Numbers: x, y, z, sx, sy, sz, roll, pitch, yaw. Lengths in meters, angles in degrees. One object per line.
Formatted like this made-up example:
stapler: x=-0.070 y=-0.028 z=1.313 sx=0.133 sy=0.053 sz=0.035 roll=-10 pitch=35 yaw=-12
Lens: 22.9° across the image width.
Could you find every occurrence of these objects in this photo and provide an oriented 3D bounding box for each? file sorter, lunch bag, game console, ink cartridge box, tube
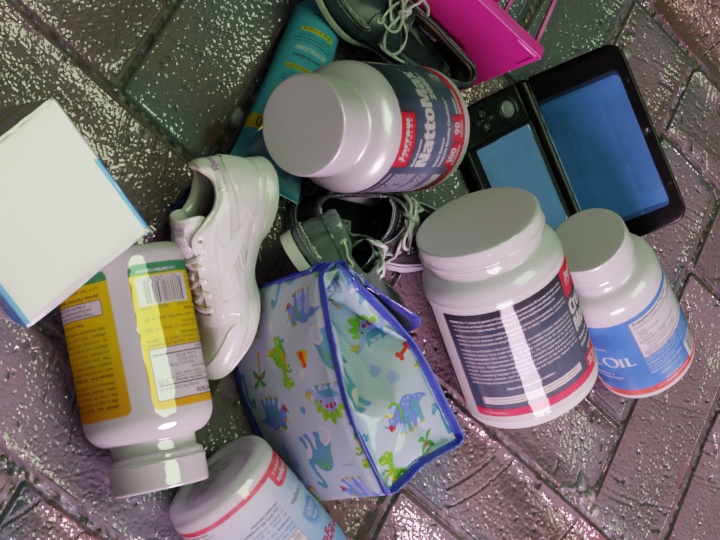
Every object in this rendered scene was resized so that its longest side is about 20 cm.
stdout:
file sorter: x=0.086 y=-0.300 z=1.771 sx=0.200 sy=0.139 sz=0.126 roll=38 pitch=59 yaw=-25
lunch bag: x=-0.025 y=0.094 z=1.583 sx=0.127 sy=0.170 sz=0.201 roll=-33 pitch=99 yaw=-35
game console: x=0.213 y=-0.105 z=1.840 sx=0.175 sy=0.116 sz=0.201 roll=-28 pitch=97 yaw=-38
ink cartridge box: x=-0.277 y=-0.046 z=1.418 sx=0.125 sy=0.200 sz=0.129 roll=-41 pitch=106 yaw=-17
tube: x=-0.067 y=-0.161 z=1.672 sx=0.077 sy=0.050 sz=0.201 roll=22 pitch=62 yaw=-10

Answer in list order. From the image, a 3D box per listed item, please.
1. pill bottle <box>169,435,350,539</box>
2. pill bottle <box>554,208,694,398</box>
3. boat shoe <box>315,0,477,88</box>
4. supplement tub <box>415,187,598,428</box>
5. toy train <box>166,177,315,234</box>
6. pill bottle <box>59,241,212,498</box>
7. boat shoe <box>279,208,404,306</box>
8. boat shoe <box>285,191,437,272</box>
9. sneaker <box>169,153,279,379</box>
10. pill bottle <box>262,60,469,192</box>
pill bottle: x=-0.067 y=0.250 z=1.558 sx=0.200 sy=0.108 sz=0.109 roll=51 pitch=56 yaw=-18
pill bottle: x=0.262 y=0.031 z=1.812 sx=0.200 sy=0.112 sz=0.113 roll=56 pitch=51 yaw=-41
boat shoe: x=0.034 y=-0.233 z=1.713 sx=0.200 sy=0.062 sz=0.075 roll=42 pitch=59 yaw=-32
supplement tub: x=0.140 y=0.037 z=1.712 sx=0.140 sy=0.140 sz=0.201 roll=-42 pitch=124 yaw=-35
toy train: x=-0.101 y=-0.077 z=1.648 sx=0.199 sy=0.034 sz=0.046 roll=-26 pitch=93 yaw=-38
pill bottle: x=-0.186 y=0.085 z=1.499 sx=0.112 sy=0.112 sz=0.202 roll=-10 pitch=86 yaw=-38
boat shoe: x=0.000 y=0.000 z=1.645 sx=0.200 sy=0.062 sz=0.073 roll=37 pitch=19 yaw=-54
boat shoe: x=0.026 y=-0.046 z=1.715 sx=0.198 sy=0.068 sz=0.074 roll=14 pitch=73 yaw=-34
sneaker: x=-0.134 y=-0.006 z=1.565 sx=0.099 sy=0.075 sz=0.202 roll=7 pitch=93 yaw=-38
pill bottle: x=0.004 y=-0.131 z=1.624 sx=0.199 sy=0.119 sz=0.121 roll=-7 pitch=84 yaw=-57
